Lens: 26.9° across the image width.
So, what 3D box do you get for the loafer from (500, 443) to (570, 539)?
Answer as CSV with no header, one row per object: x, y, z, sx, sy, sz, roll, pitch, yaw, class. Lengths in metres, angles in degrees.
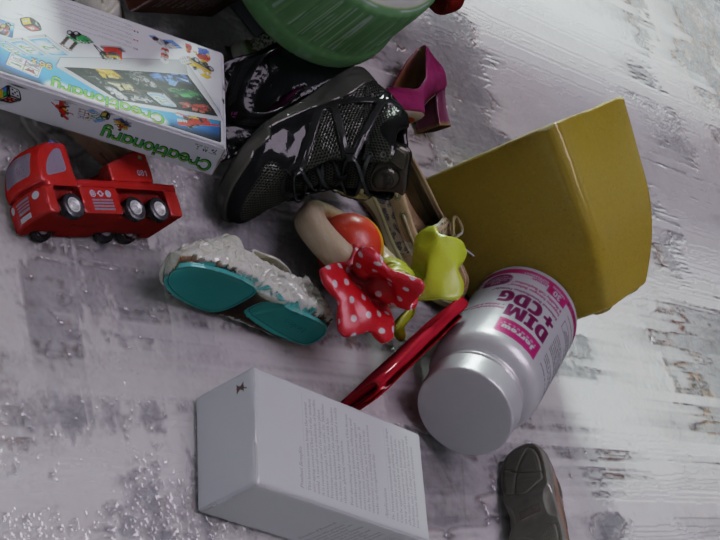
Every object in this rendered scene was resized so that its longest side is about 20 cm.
0.176,0.261,1.443,0.063,0.072,0.201,43,34,-37,loafer

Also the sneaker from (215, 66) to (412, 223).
-0.031,-0.093,1.333,0.199,0.076,0.114,-37,63,-26,sneaker

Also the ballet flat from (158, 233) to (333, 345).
-0.100,0.008,1.263,0.200,0.072,0.072,30,44,-50,ballet flat

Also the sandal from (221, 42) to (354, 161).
-0.083,-0.168,1.346,0.200,0.048,0.076,-39,100,-23,sandal

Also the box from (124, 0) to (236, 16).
-0.161,-0.286,1.335,0.101,0.075,0.200,63,15,-2,box

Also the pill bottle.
0.133,0.087,1.466,0.114,0.113,0.200,54,34,-10,pill bottle

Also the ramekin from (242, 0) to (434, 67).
-0.015,-0.293,1.345,0.199,0.097,0.201,15,65,-36,ramekin

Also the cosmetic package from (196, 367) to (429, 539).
-0.037,0.163,1.224,0.200,0.071,0.102,27,47,-40,cosmetic package

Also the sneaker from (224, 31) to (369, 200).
-0.039,-0.153,1.418,0.200,0.088,0.077,50,13,-17,sneaker

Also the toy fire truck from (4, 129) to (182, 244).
-0.206,-0.095,1.207,0.199,0.049,0.142,0,66,-52,toy fire truck

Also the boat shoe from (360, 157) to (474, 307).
0.055,-0.054,1.510,0.200,0.063,0.073,55,34,-10,boat shoe

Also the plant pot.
0.201,-0.046,1.596,0.195,0.194,0.201,-27,94,-56,plant pot

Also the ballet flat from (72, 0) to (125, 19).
-0.246,-0.243,1.244,0.200,0.067,0.068,48,43,-20,ballet flat

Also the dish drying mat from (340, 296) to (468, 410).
0.037,0.083,1.375,0.018,0.077,0.200,51,34,0,dish drying mat

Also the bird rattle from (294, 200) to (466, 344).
0.000,0.000,1.369,0.163,0.113,0.200,42,21,22,bird rattle

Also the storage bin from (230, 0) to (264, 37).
-0.060,-0.323,1.499,0.200,0.145,0.134,50,25,-16,storage bin

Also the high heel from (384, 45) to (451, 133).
0.038,-0.196,1.587,0.200,0.067,0.097,-5,80,-70,high heel

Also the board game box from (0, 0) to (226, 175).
-0.204,-0.155,1.192,0.199,0.035,0.127,17,40,-21,board game box

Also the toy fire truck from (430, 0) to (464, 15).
0.043,-0.360,1.611,0.112,0.200,0.169,-21,79,-21,toy fire truck
